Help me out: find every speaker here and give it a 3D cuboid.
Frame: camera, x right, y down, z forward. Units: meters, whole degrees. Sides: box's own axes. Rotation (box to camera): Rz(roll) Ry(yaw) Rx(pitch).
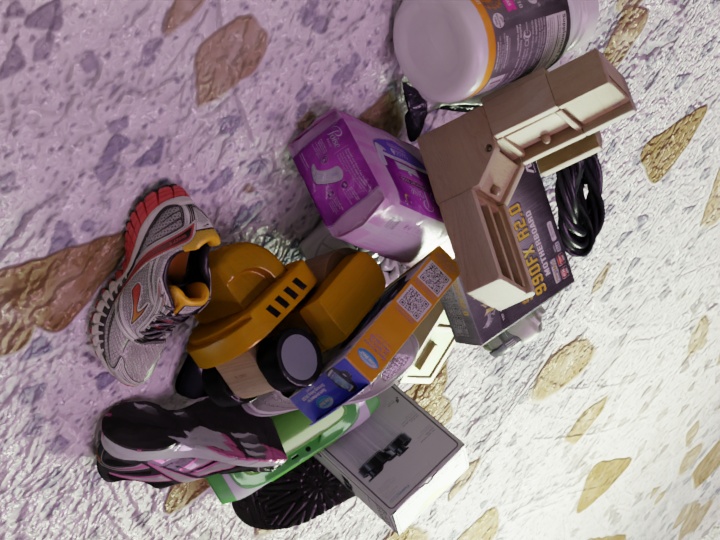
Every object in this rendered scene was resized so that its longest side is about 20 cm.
[{"bbox_3d":[-0.081,0.166,1.647,0.200,0.088,0.089,-31,147,-9],"label":"speaker"}]

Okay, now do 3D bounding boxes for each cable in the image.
[{"bbox_3d":[0.249,-0.115,1.757,0.163,0.051,0.201,40,49,-73],"label":"cable"}]

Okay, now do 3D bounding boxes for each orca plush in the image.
[{"bbox_3d":[0.116,-0.178,1.591,0.200,0.105,0.071,-35,178,-32],"label":"orca plush"}]

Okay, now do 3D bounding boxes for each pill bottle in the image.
[{"bbox_3d":[0.136,-0.240,1.502,0.200,0.116,0.117,-24,141,-40],"label":"pill bottle"}]

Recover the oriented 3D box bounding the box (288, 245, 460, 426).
[{"bbox_3d":[0.010,0.068,1.484,0.200,0.041,0.119,-46,-176,-38],"label":"box"}]

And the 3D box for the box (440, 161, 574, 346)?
[{"bbox_3d":[0.142,-0.042,1.693,0.158,0.048,0.200,-31,110,-33],"label":"box"}]

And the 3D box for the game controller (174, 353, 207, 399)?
[{"bbox_3d":[-0.107,0.082,1.607,0.200,0.042,0.104,-8,144,-50],"label":"game controller"}]

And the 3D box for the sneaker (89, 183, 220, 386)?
[{"bbox_3d":[-0.183,0.026,1.384,0.078,0.082,0.200,-16,136,-46],"label":"sneaker"}]

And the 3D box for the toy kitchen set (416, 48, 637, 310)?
[{"bbox_3d":[0.197,-0.078,1.519,0.200,0.181,0.163,-25,155,22],"label":"toy kitchen set"}]

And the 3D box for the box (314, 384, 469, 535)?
[{"bbox_3d":[0.010,0.183,1.706,0.117,0.200,0.060,-43,151,-17],"label":"box"}]

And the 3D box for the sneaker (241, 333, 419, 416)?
[{"bbox_3d":[-0.023,0.106,1.571,0.200,0.075,0.082,-19,179,-23],"label":"sneaker"}]

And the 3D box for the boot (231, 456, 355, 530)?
[{"bbox_3d":[-0.045,0.241,1.819,0.211,0.080,0.158,-17,180,-1],"label":"boot"}]

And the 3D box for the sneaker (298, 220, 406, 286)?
[{"bbox_3d":[0.000,0.000,1.629,0.081,0.075,0.200,-41,140,0],"label":"sneaker"}]

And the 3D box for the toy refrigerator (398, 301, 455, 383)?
[{"bbox_3d":[0.094,0.034,1.792,0.076,0.070,0.200,9,116,-57],"label":"toy refrigerator"}]

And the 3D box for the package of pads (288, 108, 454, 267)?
[{"bbox_3d":[0.024,-0.074,1.512,0.076,0.121,0.200,-37,155,19],"label":"package of pads"}]

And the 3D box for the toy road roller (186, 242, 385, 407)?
[{"bbox_3d":[-0.087,0.024,1.464,0.146,0.123,0.200,56,47,-15],"label":"toy road roller"}]

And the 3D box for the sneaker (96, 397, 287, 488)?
[{"bbox_3d":[-0.176,0.181,1.556,0.200,0.080,0.086,9,134,-25],"label":"sneaker"}]

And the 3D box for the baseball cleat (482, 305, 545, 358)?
[{"bbox_3d":[0.168,0.027,1.838,0.106,0.070,0.200,-35,-158,23],"label":"baseball cleat"}]
